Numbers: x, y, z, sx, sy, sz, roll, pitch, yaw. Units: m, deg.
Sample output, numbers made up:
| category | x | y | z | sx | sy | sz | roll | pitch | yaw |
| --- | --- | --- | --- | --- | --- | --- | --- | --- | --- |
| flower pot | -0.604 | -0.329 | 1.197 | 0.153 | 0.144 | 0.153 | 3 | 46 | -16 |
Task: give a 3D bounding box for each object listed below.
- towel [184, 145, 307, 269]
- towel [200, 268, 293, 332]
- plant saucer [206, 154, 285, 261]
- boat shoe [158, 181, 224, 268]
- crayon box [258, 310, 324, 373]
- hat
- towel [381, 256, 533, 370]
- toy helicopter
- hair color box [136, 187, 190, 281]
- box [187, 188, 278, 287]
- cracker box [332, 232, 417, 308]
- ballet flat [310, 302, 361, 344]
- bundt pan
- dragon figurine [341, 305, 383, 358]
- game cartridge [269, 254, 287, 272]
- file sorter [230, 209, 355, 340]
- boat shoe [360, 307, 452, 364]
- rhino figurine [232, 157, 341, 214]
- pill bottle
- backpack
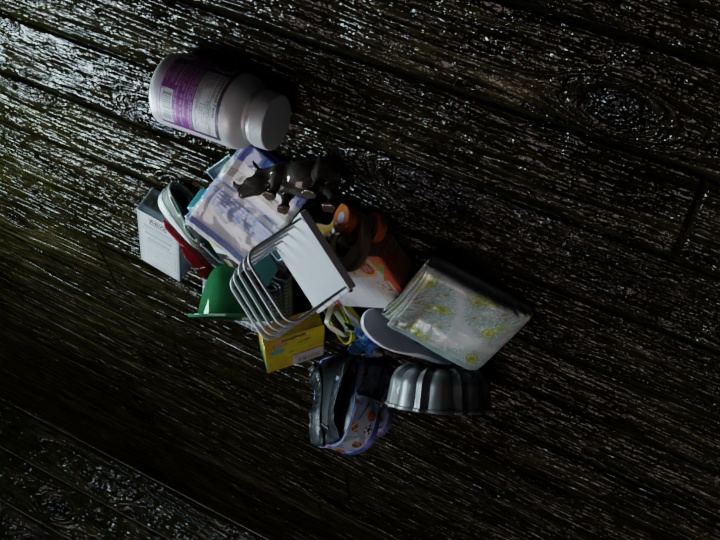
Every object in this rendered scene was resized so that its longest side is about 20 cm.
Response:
| category | x | y | z | sx | sy | sz | roll | pitch | yaw |
| --- | --- | --- | --- | --- | --- | --- | --- | --- | --- |
| towel | -0.188 | -0.107 | 1.597 | 0.146 | 0.024 | 0.200 | 39 | 117 | -9 |
| towel | -0.230 | 0.037 | 1.894 | 0.197 | 0.086 | 0.167 | 24 | 149 | 15 |
| plant saucer | -0.177 | -0.107 | 1.629 | 0.069 | 0.019 | 0.201 | -24 | 109 | 42 |
| boat shoe | -0.300 | -0.077 | 1.788 | 0.200 | 0.071 | 0.063 | 49 | 145 | -6 |
| crayon box | -0.134 | 0.134 | 1.875 | 0.200 | 0.125 | 0.052 | 101 | 150 | -69 |
| hat | -0.238 | -0.001 | 1.751 | 0.198 | 0.180 | 0.164 | 6 | 172 | -45 |
| towel | 0.153 | 0.073 | 1.552 | 0.198 | 0.049 | 0.172 | 26 | 139 | -11 |
| toy helicopter | -0.045 | -0.045 | 1.568 | 0.078 | 0.135 | 0.199 | 12 | -175 | -34 |
| hair color box | -0.387 | -0.069 | 1.916 | 0.098 | 0.061 | 0.201 | 29 | 151 | 6 |
| box | -0.228 | -0.056 | 1.726 | 0.081 | 0.049 | 0.201 | 10 | 144 | 34 |
| cracker box | 0.000 | 0.000 | 1.642 | 0.198 | 0.058 | 0.135 | 1 | 139 | 42 |
| ballet flat | -0.056 | 0.061 | 1.780 | 0.066 | 0.068 | 0.201 | 2 | 138 | 39 |
| bundt pan | 0.143 | 0.208 | 1.725 | 0.198 | 0.077 | 0.202 | 3 | 179 | 0 |
| dragon figurine | 0.005 | 0.119 | 1.756 | 0.098 | 0.060 | 0.199 | -22 | 155 | 31 |
| game cartridge | -0.184 | -0.085 | 1.722 | 0.128 | 0.039 | 0.201 | 30 | 151 | 13 |
| file sorter | -0.118 | 0.018 | 1.516 | 0.140 | 0.124 | 0.200 | 56 | 160 | 1 |
| boat shoe | 0.083 | 0.121 | 1.711 | 0.197 | 0.071 | 0.066 | 17 | 164 | -18 |
| rhino figurine | -0.117 | -0.136 | 1.500 | 0.197 | 0.088 | 0.060 | 2 | 141 | 27 |
| pill bottle | -0.206 | -0.246 | 1.422 | 0.197 | 0.113 | 0.113 | 21 | 149 | 21 |
| backpack | -0.023 | 0.274 | 1.941 | 0.152 | 0.193 | 0.199 | 25 | 155 | -23 |
